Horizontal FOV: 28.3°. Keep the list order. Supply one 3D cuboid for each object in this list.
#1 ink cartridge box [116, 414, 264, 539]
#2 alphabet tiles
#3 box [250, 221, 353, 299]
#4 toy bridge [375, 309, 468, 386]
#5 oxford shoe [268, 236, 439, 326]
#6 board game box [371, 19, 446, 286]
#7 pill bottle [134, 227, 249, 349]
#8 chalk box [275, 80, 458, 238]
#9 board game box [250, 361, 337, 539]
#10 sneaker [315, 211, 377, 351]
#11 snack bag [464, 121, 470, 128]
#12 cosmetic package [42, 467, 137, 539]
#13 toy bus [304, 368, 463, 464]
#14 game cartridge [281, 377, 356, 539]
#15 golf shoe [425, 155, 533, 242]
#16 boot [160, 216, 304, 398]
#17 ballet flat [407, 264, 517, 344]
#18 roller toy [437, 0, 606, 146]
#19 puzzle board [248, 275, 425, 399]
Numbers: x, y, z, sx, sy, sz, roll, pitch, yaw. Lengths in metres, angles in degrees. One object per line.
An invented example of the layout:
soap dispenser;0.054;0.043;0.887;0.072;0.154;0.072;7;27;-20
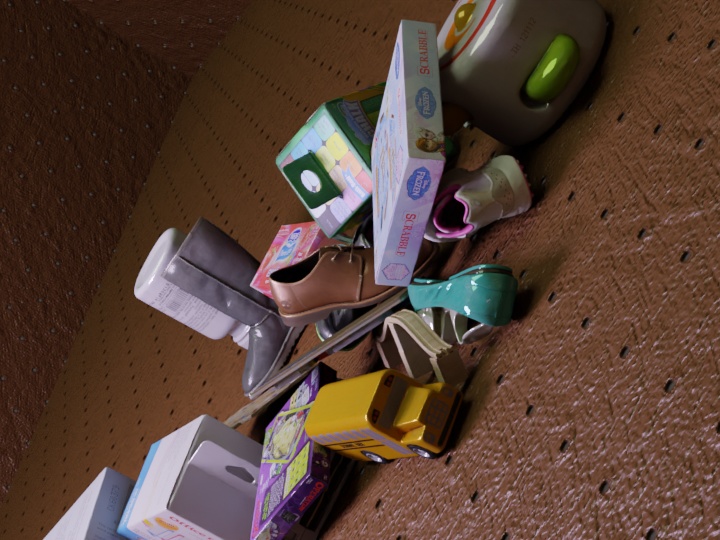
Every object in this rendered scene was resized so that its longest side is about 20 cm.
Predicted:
ink cartridge box;-0.182;0.267;1.698;0.200;0.128;0.126;-34;31;57
alphabet tiles;-0.143;0.180;1.811;0.166;0.006;0.200;-37;2;-33
box;-0.055;0.004;1.823;0.095;0.102;0.200;-62;15;-9
toy bridge;0.051;0.074;1.444;0.027;0.068;0.200;-25;10;-14
oxford shoe;-0.009;-0.002;1.598;0.199;0.072;0.071;-21;29;9
board game box;0.048;-0.123;1.513;0.200;0.041;0.201;104;168;-51
pill bottle;-0.215;0.034;2.060;0.115;0.199;0.115;-52;18;25
chalk box;-0.006;-0.132;1.715;0.200;0.125;0.124;-27;-12;-46
board game box;-0.071;0.199;1.546;0.120;0.032;0.200;-47;19;25
sneaker;0.000;0.000;1.679;0.084;0.076;0.201;85;-154;-67
snack bag;0.183;-0.293;1.765;0.189;0.021;0.201;-49;19;33
cosmetic package;-0.315;0.393;1.813;0.200;0.164;0.165;-49;20;36
toy bus;0.022;0.142;1.400;0.200;0.078;0.065;-22;40;64
game cartridge;-0.049;0.214;1.564;0.201;0.040;0.133;-62;20;-8
golf shoe;0.096;-0.066;1.497;0.091;0.076;0.200;-25;-1;-27
boot;-0.179;0.052;1.925;0.183;0.199;0.073;-62;16;-9
ballet flat;0.093;0.038;1.405;0.200;0.067;0.071;165;114;-70
roller toy;0.159;-0.240;1.539;0.200;0.139;0.183;-38;26;52
puzzle board;-0.020;0.075;1.554;0.200;0.017;0.151;-34;0;14
